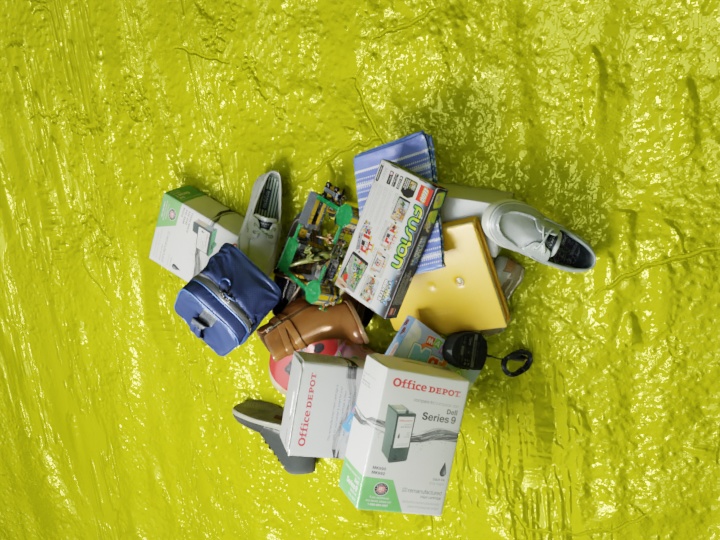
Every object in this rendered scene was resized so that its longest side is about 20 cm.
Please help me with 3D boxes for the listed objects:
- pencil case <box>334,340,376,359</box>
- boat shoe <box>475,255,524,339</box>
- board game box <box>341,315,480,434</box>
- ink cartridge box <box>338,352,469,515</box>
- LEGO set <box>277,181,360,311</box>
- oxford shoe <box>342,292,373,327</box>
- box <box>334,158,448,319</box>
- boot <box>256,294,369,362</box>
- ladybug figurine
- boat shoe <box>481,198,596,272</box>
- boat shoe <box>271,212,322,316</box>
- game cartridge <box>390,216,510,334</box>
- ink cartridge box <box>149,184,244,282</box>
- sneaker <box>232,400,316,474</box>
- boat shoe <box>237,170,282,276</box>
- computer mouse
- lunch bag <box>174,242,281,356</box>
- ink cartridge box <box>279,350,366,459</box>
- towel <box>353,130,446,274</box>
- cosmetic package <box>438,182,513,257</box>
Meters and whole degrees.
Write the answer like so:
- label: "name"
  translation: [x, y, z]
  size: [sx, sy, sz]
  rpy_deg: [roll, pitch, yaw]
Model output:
- label: "pencil case"
  translation: [0.038, 0.204, 1.147]
  size: [0.197, 0.087, 0.089]
  rpy_deg: [31, 115, 14]
- label: "boat shoe"
  translation: [0.211, 0.074, 1.038]
  size: [0.067, 0.075, 0.205]
  rpy_deg: [17, 117, 13]
- label: "board game box"
  translation: [0.084, 0.198, 1.003]
  size: [0.150, 0.036, 0.203]
  rpy_deg: [34, 83, -19]
- label: "ink cartridge box"
  translation: [0.063, 0.239, 0.936]
  size: [0.142, 0.084, 0.206]
  rpy_deg: [11, 91, -21]
- label: "LEGO set"
  translation: [-0.043, -0.037, 1.087]
  size: [0.152, 0.114, 0.205]
  rpy_deg: [22, 97, 41]
- label: "oxford shoe"
  translation: [0.000, 0.000, 1.118]
  size: [0.070, 0.071, 0.205]
  rpy_deg: [24, 114, 22]
- label: "box"
  translation: [0.042, -0.046, 0.934]
  size: [0.109, 0.034, 0.204]
  rpy_deg: [32, 108, 32]
- label: "boot"
  translation: [-0.085, 0.104, 1.084]
  size: [0.199, 0.153, 0.078]
  rpy_deg: [36, 149, 50]
- label: "ladybug figurine"
  translation: [-0.111, 0.162, 1.209]
  size: [0.135, 0.072, 0.202]
  rpy_deg: [37, 116, 11]
- label: "boat shoe"
  translation: [0.266, -0.048, 0.923]
  size: [0.197, 0.071, 0.072]
  rpy_deg: [19, 97, -28]
- label: "boat shoe"
  translation: [-0.120, -0.004, 1.167]
  size: [0.071, 0.072, 0.205]
  rpy_deg: [18, 111, 18]
- label: "game cartridge"
  translation: [0.116, 0.017, 0.992]
  size: [0.196, 0.032, 0.180]
  rpy_deg: [-8, 114, 34]
- label: "ink cartridge box"
  translation: [-0.292, -0.048, 1.225]
  size: [0.197, 0.084, 0.149]
  rpy_deg: [29, 115, 14]
- label: "sneaker"
  translation: [-0.175, 0.340, 1.285]
  size: [0.195, 0.075, 0.109]
  rpy_deg: [14, 108, 19]
- label: "boat shoe"
  translation: [-0.176, -0.080, 1.123]
  size: [0.067, 0.072, 0.206]
  rpy_deg: [151, 123, -66]
- label: "computer mouse"
  translation: [0.202, 0.134, 1.016]
  size: [0.034, 0.196, 0.060]
  rpy_deg: [4, 80, 56]
- label: "lunch bag"
  translation: [-0.229, 0.059, 1.066]
  size: [0.135, 0.133, 0.200]
  rpy_deg: [42, 155, -4]
- label: "ink cartridge box"
  translation: [-0.021, 0.220, 1.033]
  size: [0.195, 0.084, 0.150]
  rpy_deg: [10, 93, -18]
- label: "towel"
  translation: [0.054, -0.093, 0.956]
  size: [0.142, 0.024, 0.206]
  rpy_deg: [-11, 81, 34]
- label: "cosmetic package"
  translation: [0.135, -0.090, 1.009]
  size: [0.195, 0.107, 0.087]
  rpy_deg: [13, 110, 22]
